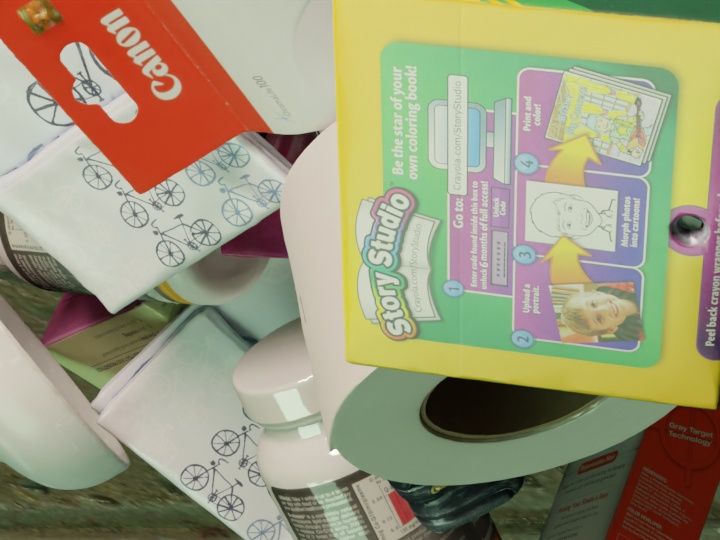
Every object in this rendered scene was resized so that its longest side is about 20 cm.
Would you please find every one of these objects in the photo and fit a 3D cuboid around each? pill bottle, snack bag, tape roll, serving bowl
[{"bbox_3d":[-0.157,-0.042,1.455,0.199,0.117,0.116,5,149,35],"label":"pill bottle"},{"bbox_3d":[-0.038,0.076,1.502,0.188,0.200,0.021,42,-171,-21],"label":"snack bag"},{"bbox_3d":[0.068,0.005,1.222,0.202,0.140,0.203,-10,151,-5],"label":"tape roll"},{"bbox_3d":[0.006,0.130,1.447,0.116,0.116,0.201,-3,121,45],"label":"pill bottle"},{"bbox_3d":[-0.153,-0.077,1.292,0.200,0.021,0.188,45,135,-18],"label":"snack bag"},{"bbox_3d":[-0.234,0.067,1.506,0.200,0.066,0.200,51,176,4],"label":"serving bowl"}]

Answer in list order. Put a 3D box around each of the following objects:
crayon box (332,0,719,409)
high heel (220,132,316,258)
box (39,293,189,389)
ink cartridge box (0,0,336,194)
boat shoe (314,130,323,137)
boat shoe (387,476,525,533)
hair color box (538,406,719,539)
[{"bbox_3d":[0.078,-0.042,1.018,0.172,0.058,0.201,7,128,11],"label":"crayon box"},{"bbox_3d":[0.000,0.000,1.422,0.067,0.096,0.200,-5,142,46],"label":"high heel"},{"bbox_3d":[-0.085,0.050,1.600,0.200,0.097,0.176,34,154,-19],"label":"box"},{"bbox_3d":[-0.058,-0.120,1.156,0.163,0.200,0.057,51,-173,-45],"label":"ink cartridge box"},{"bbox_3d":[0.019,-0.046,1.342,0.071,0.072,0.200,-2,147,36],"label":"boat shoe"},{"bbox_3d":[0.092,0.062,1.363,0.071,0.200,0.091,46,171,48],"label":"boat shoe"},{"bbox_3d":[0.163,0.142,1.435,0.061,0.201,0.101,30,155,-14],"label":"hair color box"}]
